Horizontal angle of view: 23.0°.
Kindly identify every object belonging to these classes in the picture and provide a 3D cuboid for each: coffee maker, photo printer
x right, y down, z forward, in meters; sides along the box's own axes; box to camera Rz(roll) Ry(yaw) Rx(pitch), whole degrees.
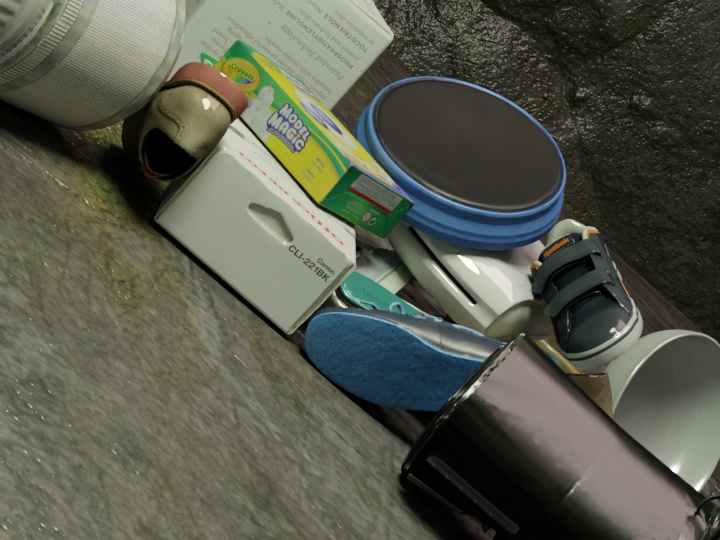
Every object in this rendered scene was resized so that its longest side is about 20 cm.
[{"bbox_3d":[0.151,0.145,1.272,0.200,0.192,0.135,42,28,6],"label":"coffee maker"},{"bbox_3d":[0.107,-0.009,1.619,0.167,0.069,0.200,51,20,18],"label":"photo printer"}]

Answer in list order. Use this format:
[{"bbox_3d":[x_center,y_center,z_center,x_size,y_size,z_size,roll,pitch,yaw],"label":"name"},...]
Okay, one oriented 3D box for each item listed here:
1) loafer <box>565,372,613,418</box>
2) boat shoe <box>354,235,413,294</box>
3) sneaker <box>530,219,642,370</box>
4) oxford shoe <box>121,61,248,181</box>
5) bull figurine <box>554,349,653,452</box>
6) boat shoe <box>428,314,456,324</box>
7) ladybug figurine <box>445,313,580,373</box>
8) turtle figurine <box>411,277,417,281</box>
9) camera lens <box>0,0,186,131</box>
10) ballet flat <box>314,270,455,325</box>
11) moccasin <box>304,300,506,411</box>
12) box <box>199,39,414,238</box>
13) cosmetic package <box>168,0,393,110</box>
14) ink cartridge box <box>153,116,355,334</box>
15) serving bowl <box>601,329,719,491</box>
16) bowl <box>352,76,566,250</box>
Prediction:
[{"bbox_3d":[0.128,0.094,1.538,0.199,0.069,0.076,18,-1,0],"label":"loafer"},{"bbox_3d":[-0.001,0.001,1.579,0.072,0.070,0.201,48,15,-1],"label":"boat shoe"},{"bbox_3d":[0.190,0.017,1.537,0.080,0.078,0.200,56,11,-16],"label":"sneaker"},{"bbox_3d":[-0.156,-0.104,1.375,0.070,0.075,0.200,36,-20,-12],"label":"oxford shoe"},{"bbox_3d":[0.248,0.157,1.867,0.200,0.065,0.121,50,10,24],"label":"bull figurine"},{"bbox_3d":[0.125,0.107,1.611,0.200,0.074,0.066,43,17,-1],"label":"boat shoe"},{"bbox_3d":[0.149,0.098,1.718,0.200,0.072,0.136,34,10,-34],"label":"ladybug figurine"},{"bbox_3d":[0.043,-0.033,1.810,0.143,0.201,0.194,3,-36,25],"label":"turtle figurine"},{"bbox_3d":[-0.236,-0.200,1.294,0.160,0.160,0.200,49,13,29],"label":"camera lens"},{"bbox_3d":[0.048,0.069,1.471,0.200,0.070,0.069,30,14,-11],"label":"ballet flat"},{"bbox_3d":[0.052,0.074,1.398,0.199,0.081,0.068,20,20,-5],"label":"moccasin"},{"bbox_3d":[-0.049,-0.118,1.497,0.200,0.048,0.117,47,10,31],"label":"box"},{"bbox_3d":[-0.102,-0.224,1.728,0.166,0.200,0.167,38,13,-20],"label":"cosmetic package"},{"bbox_3d":[-0.081,-0.047,1.449,0.144,0.084,0.200,41,10,-10],"label":"ink cartridge box"},{"bbox_3d":[0.277,0.148,1.725,0.066,0.201,0.200,21,-7,44],"label":"serving bowl"},{"bbox_3d":[0.091,-0.101,1.578,0.200,0.039,0.201,13,41,-12],"label":"bowl"}]
